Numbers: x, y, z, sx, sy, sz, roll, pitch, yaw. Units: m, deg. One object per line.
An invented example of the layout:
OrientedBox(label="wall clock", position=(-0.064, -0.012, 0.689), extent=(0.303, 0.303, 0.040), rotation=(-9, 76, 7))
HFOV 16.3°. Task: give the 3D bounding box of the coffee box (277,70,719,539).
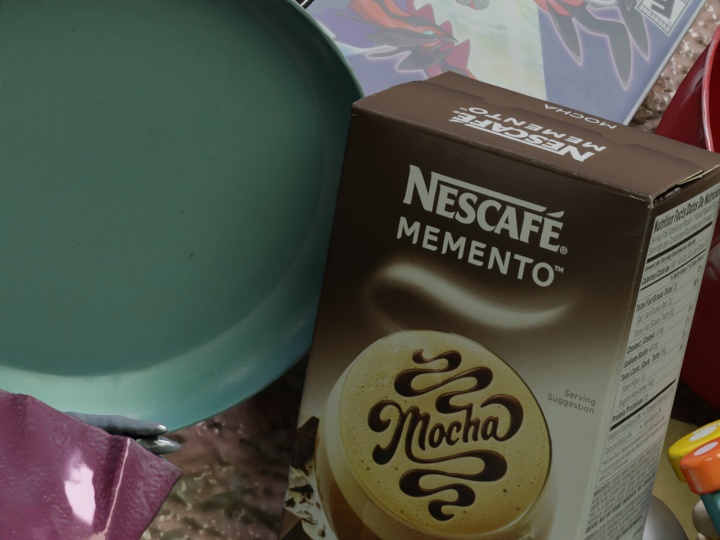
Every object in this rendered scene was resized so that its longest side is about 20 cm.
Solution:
OrientedBox(label="coffee box", position=(0.044, 0.045, 0.866), extent=(0.112, 0.201, 0.080), rotation=(18, 20, 23))

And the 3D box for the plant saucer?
OrientedBox(label="plant saucer", position=(-0.092, -0.028, 0.865), extent=(0.199, 0.201, 0.027), rotation=(13, 29, -20))

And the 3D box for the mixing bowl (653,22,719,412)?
OrientedBox(label="mixing bowl", position=(0.183, -0.007, 1.024), extent=(0.199, 0.108, 0.201), rotation=(18, 57, -29))

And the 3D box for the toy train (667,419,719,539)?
OrientedBox(label="toy train", position=(0.171, 0.131, 0.903), extent=(0.055, 0.200, 0.151), rotation=(-27, 54, -1))

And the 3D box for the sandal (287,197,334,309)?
OrientedBox(label="sandal", position=(0.000, 0.000, 0.936), extent=(0.080, 0.054, 0.201), rotation=(-36, 107, -14))

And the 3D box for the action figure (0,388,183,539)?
OrientedBox(label="action figure", position=(-0.134, 0.125, 0.802), extent=(0.148, 0.134, 0.201), rotation=(29, 55, -10))

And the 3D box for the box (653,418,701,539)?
OrientedBox(label="box", position=(0.183, 0.155, 1.007), extent=(0.199, 0.021, 0.164), rotation=(17, 61, -18))

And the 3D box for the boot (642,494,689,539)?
OrientedBox(label="boot", position=(0.133, 0.164, 0.907), extent=(0.074, 0.097, 0.201), rotation=(-2, 70, -26))

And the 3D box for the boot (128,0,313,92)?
OrientedBox(label="boot", position=(-0.057, -0.145, 0.941), extent=(0.131, 0.070, 0.200), rotation=(31, 58, 19))

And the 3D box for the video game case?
OrientedBox(label="video game case", position=(0.029, -0.118, 1.018), extent=(0.200, 0.023, 0.183), rotation=(37, 55, -3))
